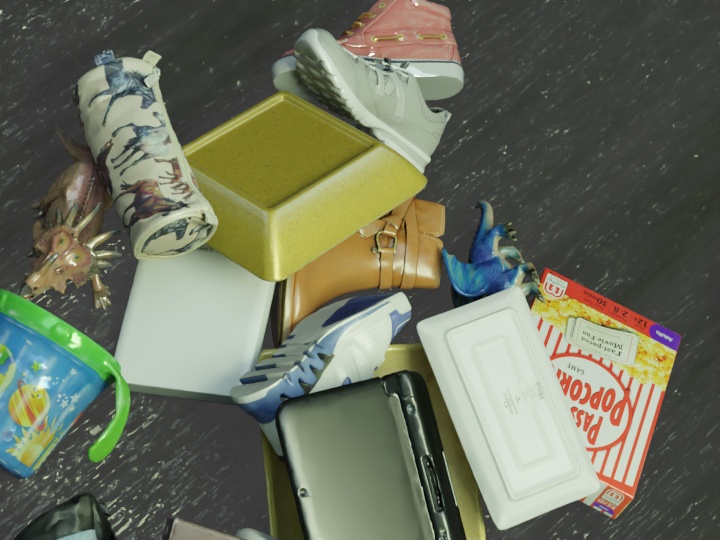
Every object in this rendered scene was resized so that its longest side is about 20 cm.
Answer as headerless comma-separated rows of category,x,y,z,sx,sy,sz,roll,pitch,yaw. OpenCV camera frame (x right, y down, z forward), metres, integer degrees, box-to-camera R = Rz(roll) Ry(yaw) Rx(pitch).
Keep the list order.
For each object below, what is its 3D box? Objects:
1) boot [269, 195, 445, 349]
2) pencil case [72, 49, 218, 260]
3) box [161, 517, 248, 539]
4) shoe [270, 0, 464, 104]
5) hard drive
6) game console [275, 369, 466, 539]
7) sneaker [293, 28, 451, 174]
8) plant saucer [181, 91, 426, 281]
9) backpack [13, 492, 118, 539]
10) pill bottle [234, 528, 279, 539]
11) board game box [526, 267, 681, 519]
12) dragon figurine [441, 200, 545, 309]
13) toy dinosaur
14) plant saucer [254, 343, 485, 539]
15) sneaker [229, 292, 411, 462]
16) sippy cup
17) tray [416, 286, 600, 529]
boot,0.000,0.000,1.804,0.154,0.074,0.202,16,70,-11
pencil case,-0.190,-0.100,1.697,0.078,0.089,0.201,17,41,-51
box,-0.071,0.271,1.508,0.199,0.075,0.101,19,81,-10
shoe,0.004,-0.221,1.890,0.198,0.072,0.092,-1,68,-18
hard drive,-0.146,0.020,1.762,0.131,0.026,0.202,6,67,13
game console,0.016,0.196,1.640,0.115,0.176,0.202,-15,85,7
sneaker,0.011,-0.176,1.824,0.082,0.075,0.200,-54,132,-7
plant saucer,-0.075,-0.092,1.753,0.199,0.049,0.199,-34,46,-30
backpack,-0.230,0.312,1.572,0.153,0.163,0.201,-27,73,-22
pill bottle,-0.095,0.330,1.614,0.116,0.116,0.201,27,85,-2
board game box,0.206,0.113,1.798,0.151,0.046,0.201,26,52,-3
dragon figurine,0.110,0.006,1.806,0.099,0.059,0.201,-23,52,-1
toy dinosaur,-0.255,-0.051,1.726,0.085,0.136,0.202,8,68,-10
plant saucer,0.004,0.171,1.752,0.198,0.048,0.202,-2,71,-14
sneaker,-0.026,0.109,1.705,0.199,0.080,0.116,-38,113,-40
sippy cup,-0.298,0.105,1.668,0.139,0.177,0.131,39,74,-35
tray,0.135,0.120,1.714,0.107,0.022,0.201,-19,80,-14
